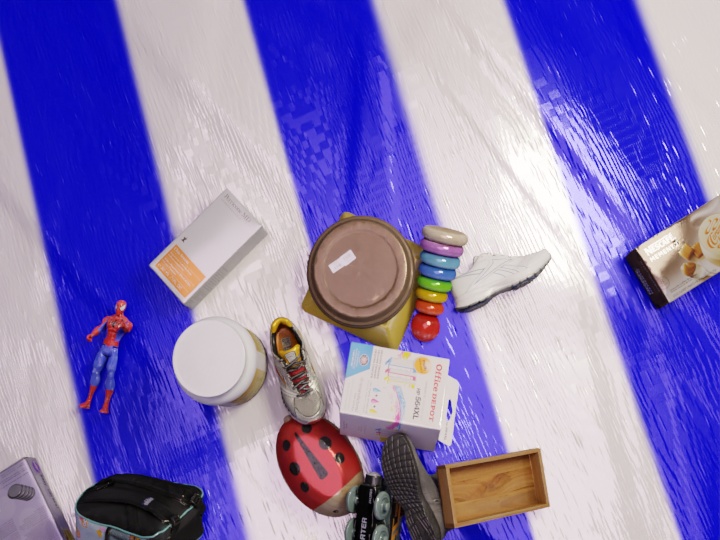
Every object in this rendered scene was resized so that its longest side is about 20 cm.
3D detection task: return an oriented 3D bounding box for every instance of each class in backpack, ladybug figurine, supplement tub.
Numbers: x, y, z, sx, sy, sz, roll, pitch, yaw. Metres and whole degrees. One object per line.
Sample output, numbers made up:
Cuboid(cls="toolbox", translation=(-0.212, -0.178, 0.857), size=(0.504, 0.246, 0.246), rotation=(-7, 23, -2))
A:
Cuboid(cls="backpack", translation=(-0.379, 0.432, 1.473), size=(0.196, 0.176, 0.157), rotation=(15, 112, 16))
Cuboid(cls="ladybug figurine", translation=(-0.074, 0.337, 1.525), size=(0.135, 0.072, 0.201), rotation=(-40, 81, -4))
Cuboid(cls="supplement tub", translation=(-0.239, 0.157, 1.499), size=(0.141, 0.200, 0.148), rotation=(0, 80, 3))

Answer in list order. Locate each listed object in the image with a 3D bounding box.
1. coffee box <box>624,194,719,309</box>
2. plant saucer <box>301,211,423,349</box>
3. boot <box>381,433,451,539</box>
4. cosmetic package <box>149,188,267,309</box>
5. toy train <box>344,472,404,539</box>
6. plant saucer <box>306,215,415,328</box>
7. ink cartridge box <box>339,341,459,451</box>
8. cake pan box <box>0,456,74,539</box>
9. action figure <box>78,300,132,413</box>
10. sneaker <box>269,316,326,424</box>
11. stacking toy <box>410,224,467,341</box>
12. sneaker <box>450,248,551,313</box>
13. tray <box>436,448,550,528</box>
Cuboid(cls="coffee box", translation=(0.587, -0.036, 1.553), size=(0.197, 0.080, 0.116), rotation=(-30, 80, -3))
Cuboid(cls="plant saucer", translation=(0.015, 0.016, 1.589), size=(0.197, 0.048, 0.203), rotation=(24, 82, 6))
Cuboid(cls="boot", translation=(0.110, 0.358, 1.487), size=(0.069, 0.131, 0.204), rotation=(-16, 92, 35))
Cuboid(cls="cosmetic package", translation=(-0.276, -0.038, 1.599), size=(0.101, 0.071, 0.200), rotation=(43, 84, 9))
Cuboid(cls="toy train", translation=(0.028, 0.445, 1.483), size=(0.084, 0.113, 0.205), rotation=(1, 82, 35))
Cuboid(cls="plant saucer", translation=(0.000, 0.000, 1.554), size=(0.195, 0.029, 0.205), rotation=(-1, 81, 4))
Cuboid(cls="ink cartridge box", translation=(0.069, 0.218, 1.498), size=(0.195, 0.126, 0.131), rotation=(9, 64, 4))
Cuboid(cls="cake pan box", translation=(-0.626, 0.461, 1.542), size=(0.198, 0.052, 0.186), rotation=(-32, 79, -3))
Cuboid(cls="action figure", translation=(-0.458, 0.148, 1.566), size=(0.064, 0.099, 0.205), rotation=(12, 79, 3))
Cuboid(cls="sneaker", translation=(-0.119, 0.174, 1.532), size=(0.076, 0.082, 0.203), rotation=(-23, 68, -6))
Cuboid(cls="stacking toy", translation=(0.131, 0.027, 1.557), size=(0.083, 0.085, 0.205), rotation=(12, 100, 5))
Cuboid(cls="sneaker", translation=(0.248, 0.001, 1.570), size=(0.196, 0.075, 0.089), rotation=(-23, 75, -2))
Cuboid(cls="tray", translation=(0.225, 0.366, 1.482), size=(0.196, 0.037, 0.101), rotation=(-3, 79, -28))
